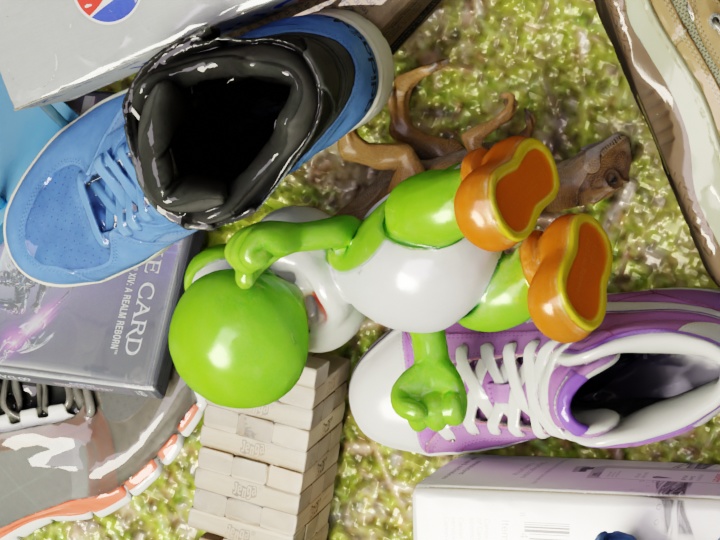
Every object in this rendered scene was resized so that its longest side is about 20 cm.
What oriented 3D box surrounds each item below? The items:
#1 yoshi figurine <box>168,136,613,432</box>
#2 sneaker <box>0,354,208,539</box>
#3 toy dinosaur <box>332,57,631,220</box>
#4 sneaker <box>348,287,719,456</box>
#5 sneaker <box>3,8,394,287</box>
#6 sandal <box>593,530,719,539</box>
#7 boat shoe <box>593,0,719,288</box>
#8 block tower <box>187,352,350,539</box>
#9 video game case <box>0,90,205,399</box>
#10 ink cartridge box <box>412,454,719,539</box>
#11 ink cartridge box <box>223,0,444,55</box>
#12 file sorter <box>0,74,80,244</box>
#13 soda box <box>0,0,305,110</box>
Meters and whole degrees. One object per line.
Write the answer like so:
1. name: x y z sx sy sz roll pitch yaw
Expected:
1. yoshi figurine: -0.003 0.014 1.039 0.199 0.112 0.113 -13 81 38
2. sneaker: -0.155 0.074 1.164 0.199 0.077 0.082 -34 126 20
3. toy dinosaur: 0.020 -0.033 1.112 0.199 0.060 0.107 -19 92 21
4. sneaker: 0.074 0.046 1.076 0.199 0.114 0.073 -12 95 22
5. sneaker: -0.087 -0.046 1.044 0.199 0.111 0.077 -24 91 22
6. sandal: 0.162 0.137 0.990 0.199 0.079 0.088 -13 90 18
7. boat shoe: 0.149 -0.096 1.062 0.076 0.072 0.201 -22 94 4
8. block tower: -0.049 0.128 1.156 0.054 0.058 0.201 13 107 15
9. video game case: -0.168 -0.020 1.168 0.199 0.019 0.144 6 71 18
10. ink cartridge box: 0.129 0.162 1.088 0.199 0.083 0.148 1 97 19
11. ink cartridge box: -0.054 -0.172 1.111 0.165 0.075 0.200 -44 84 21
12. file sorter: -0.251 -0.049 1.124 0.139 0.123 0.200 40 87 26
13. soda box: -0.064 -0.135 1.047 0.199 0.063 0.069 -21 91 21
